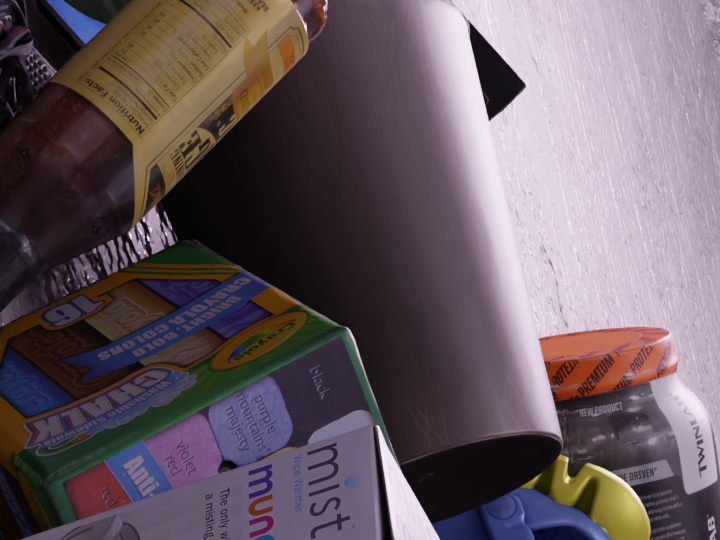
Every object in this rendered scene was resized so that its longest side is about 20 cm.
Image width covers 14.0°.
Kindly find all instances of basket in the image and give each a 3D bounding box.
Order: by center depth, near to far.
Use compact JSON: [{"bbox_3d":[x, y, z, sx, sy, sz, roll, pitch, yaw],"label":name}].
[{"bbox_3d":[0.000,0.000,1.227,0.180,0.136,0.201,3,62,-45],"label":"basket"}]

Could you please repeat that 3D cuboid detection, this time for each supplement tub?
[{"bbox_3d":[0.114,0.134,1.385,0.122,0.122,0.201,-30,113,-74],"label":"supplement tub"}]

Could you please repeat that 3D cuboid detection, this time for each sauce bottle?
[{"bbox_3d":[-0.097,-0.051,1.124,0.066,0.200,0.066,39,-18,15],"label":"sauce bottle"}]

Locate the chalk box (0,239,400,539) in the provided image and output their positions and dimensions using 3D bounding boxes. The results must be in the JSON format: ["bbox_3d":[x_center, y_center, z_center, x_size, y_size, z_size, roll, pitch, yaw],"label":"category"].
[{"bbox_3d":[-0.058,0.086,1.056,0.200,0.124,0.125,29,-38,64],"label":"chalk box"}]

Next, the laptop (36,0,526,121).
[{"bbox_3d":[-0.032,-0.105,1.377,0.177,0.200,0.103,48,-21,1],"label":"laptop"}]

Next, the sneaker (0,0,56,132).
[{"bbox_3d":[-0.154,-0.084,1.121,0.200,0.074,0.081,41,37,-65],"label":"sneaker"}]

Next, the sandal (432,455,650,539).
[{"bbox_3d":[0.023,0.109,1.285,0.080,0.199,0.087,91,19,-49],"label":"sandal"}]

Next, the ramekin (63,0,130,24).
[{"bbox_3d":[-0.075,-0.199,1.282,0.098,0.199,0.201,68,16,-50],"label":"ramekin"}]

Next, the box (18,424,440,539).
[{"bbox_3d":[-0.034,0.168,0.952,0.097,0.176,0.200,-93,161,-49],"label":"box"}]
